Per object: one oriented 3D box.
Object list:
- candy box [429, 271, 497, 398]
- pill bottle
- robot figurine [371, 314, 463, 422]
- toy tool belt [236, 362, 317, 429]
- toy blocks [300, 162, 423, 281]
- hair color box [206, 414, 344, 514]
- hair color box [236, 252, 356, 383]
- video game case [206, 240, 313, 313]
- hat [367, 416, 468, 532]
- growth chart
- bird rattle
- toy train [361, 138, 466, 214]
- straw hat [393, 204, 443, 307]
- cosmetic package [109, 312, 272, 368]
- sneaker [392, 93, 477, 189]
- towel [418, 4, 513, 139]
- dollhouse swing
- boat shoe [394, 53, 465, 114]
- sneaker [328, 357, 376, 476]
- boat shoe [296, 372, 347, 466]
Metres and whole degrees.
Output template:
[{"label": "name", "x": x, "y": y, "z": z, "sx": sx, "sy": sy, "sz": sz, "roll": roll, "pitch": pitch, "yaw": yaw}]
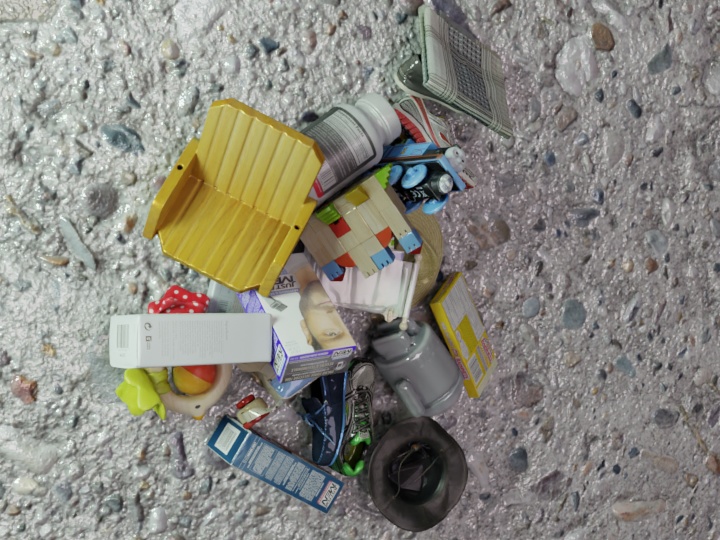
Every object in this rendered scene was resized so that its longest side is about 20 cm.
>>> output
[{"label": "candy box", "x": 0.182, "y": 0.113, "z": 1.666, "sx": 0.102, "sy": 0.026, "sz": 0.200, "roll": -52, "pitch": 125, "yaw": -49}, {"label": "pill bottle", "x": -0.037, "y": -0.185, "z": 1.458, "sx": 0.200, "sy": 0.111, "sz": 0.111, "roll": -38, "pitch": 115, "yaw": -19}, {"label": "robot figurine", "x": 0.098, "y": 0.164, "z": 1.599, "sx": 0.200, "sy": 0.113, "sz": 0.170, "roll": 54, "pitch": 38, "yaw": -27}, {"label": "toy tool belt", "x": -0.129, "y": 0.134, "z": 1.451, "sx": 0.200, "sy": 0.125, "sz": 0.123, "roll": -35, "pitch": 86, "yaw": -20}, {"label": "toy blocks", "x": 0.001, "y": -0.054, "z": 1.439, "sx": 0.200, "sy": 0.100, "sz": 0.137, "roll": -31, "pitch": 101, "yaw": 18}, {"label": "hair color box", "x": -0.132, "y": 0.304, "z": 1.501, "sx": 0.200, "sy": 0.100, "sz": 0.061, "roll": 36, "pitch": 80, "yaw": -31}, {"label": "hair color box", "x": -0.099, "y": 0.064, "z": 1.393, "sx": 0.109, "sy": 0.200, "sz": 0.065, "roll": -7, "pitch": 138, "yaw": -29}, {"label": "video game case", "x": -0.148, "y": 0.031, "z": 1.487, "sx": 0.182, "sy": 0.023, "sz": 0.200, "roll": 13, "pitch": 92, "yaw": -31}, {"label": "hat", "x": 0.082, "y": 0.345, "z": 1.647, "sx": 0.200, "sy": 0.081, "sz": 0.201, "roll": -1, "pitch": 91, "yaw": -29}, {"label": "growth chart", "x": 0.000, "y": 0.000, "z": 1.506, "sx": 0.200, "sy": 0.018, "sz": 0.145, "roll": 17, "pitch": 93, "yaw": -9}, {"label": "bird rattle", "x": -0.264, "y": 0.131, "z": 1.403, "sx": 0.163, "sy": 0.113, "sz": 0.200, "roll": 36, "pitch": 69, "yaw": -28}, {"label": "toy train", "x": 0.082, "y": -0.149, "z": 1.487, "sx": 0.087, "sy": 0.200, "sz": 0.114, "roll": 47, "pitch": 65, "yaw": -28}, {"label": "straw hat", "x": 0.083, "y": -0.021, "z": 1.573, "sx": 0.201, "sy": 0.085, "sz": 0.201, "roll": -6, "pitch": 103, "yaw": -28}, {"label": "cosmetic package", "x": -0.229, "y": 0.094, "z": 1.303, "sx": 0.200, "sy": 0.102, "sz": 0.074, "roll": 2, "pitch": 86, "yaw": -35}, {"label": "sneaker", "x": 0.129, "y": -0.209, "z": 1.565, "sx": 0.200, "sy": 0.078, "sz": 0.082, "roll": 45, "pitch": 71, "yaw": -24}, {"label": "towel", "x": 0.171, "y": -0.324, "z": 1.531, "sx": 0.192, "sy": 0.035, "sz": 0.200, "roll": 26, "pitch": 45, "yaw": -31}, {"label": "dollhouse swing", "x": -0.169, "y": -0.098, "z": 1.309, "sx": 0.200, "sy": 0.176, "sz": 0.182, "roll": 28, "pitch": 66, "yaw": -3}, {"label": "boat shoe", "x": 0.146, "y": -0.302, "z": 1.551, "sx": 0.200, "sy": 0.067, "sz": 0.057, "roll": 7, "pitch": 140, "yaw": -38}, {"label": "sneaker", "x": -0.002, "y": 0.242, "z": 1.574, "sx": 0.078, "sy": 0.085, "sz": 0.200, "roll": 5, "pitch": 96, "yaw": -30}, {"label": "boat shoe", "x": -0.068, "y": 0.212, "z": 1.539, "sx": 0.069, "sy": 0.084, "sz": 0.200, "roll": 10, "pitch": 74, "yaw": -29}]
